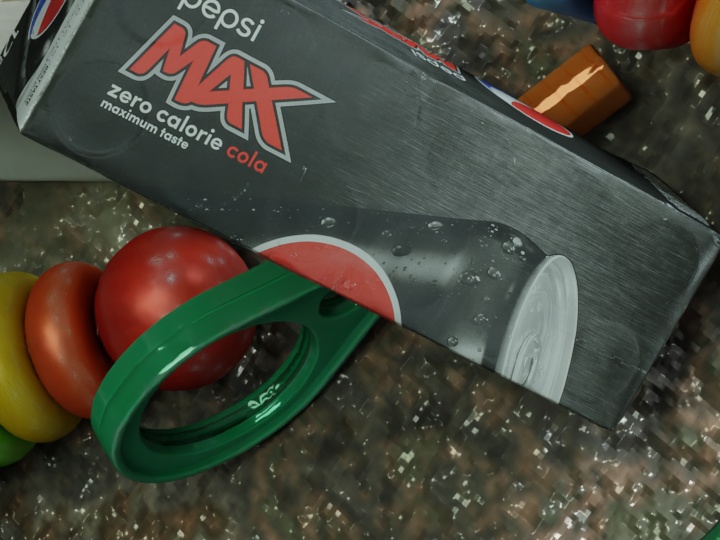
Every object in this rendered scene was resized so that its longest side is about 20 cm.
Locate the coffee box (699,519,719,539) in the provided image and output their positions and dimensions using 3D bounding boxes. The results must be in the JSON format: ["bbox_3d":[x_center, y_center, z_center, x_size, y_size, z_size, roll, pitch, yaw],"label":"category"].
[{"bbox_3d":[0.195,0.105,0.613,0.123,0.044,0.200,-49,62,15],"label":"coffee box"}]

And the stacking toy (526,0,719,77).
[{"bbox_3d":[0.153,-0.070,0.644,0.200,0.116,0.110,38,104,18],"label":"stacking toy"}]

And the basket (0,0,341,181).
[{"bbox_3d":[-0.112,-0.102,0.775,0.199,0.135,0.124,3,79,31],"label":"basket"}]

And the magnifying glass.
[{"bbox_3d":[0.000,0.000,0.733,0.200,0.080,0.022,-40,61,7],"label":"magnifying glass"}]

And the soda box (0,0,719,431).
[{"bbox_3d":[0.000,-0.031,0.661,0.071,0.199,0.063,-60,22,9],"label":"soda box"}]

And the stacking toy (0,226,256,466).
[{"bbox_3d":[-0.126,0.036,0.793,0.199,0.085,0.086,-18,73,22],"label":"stacking toy"}]
